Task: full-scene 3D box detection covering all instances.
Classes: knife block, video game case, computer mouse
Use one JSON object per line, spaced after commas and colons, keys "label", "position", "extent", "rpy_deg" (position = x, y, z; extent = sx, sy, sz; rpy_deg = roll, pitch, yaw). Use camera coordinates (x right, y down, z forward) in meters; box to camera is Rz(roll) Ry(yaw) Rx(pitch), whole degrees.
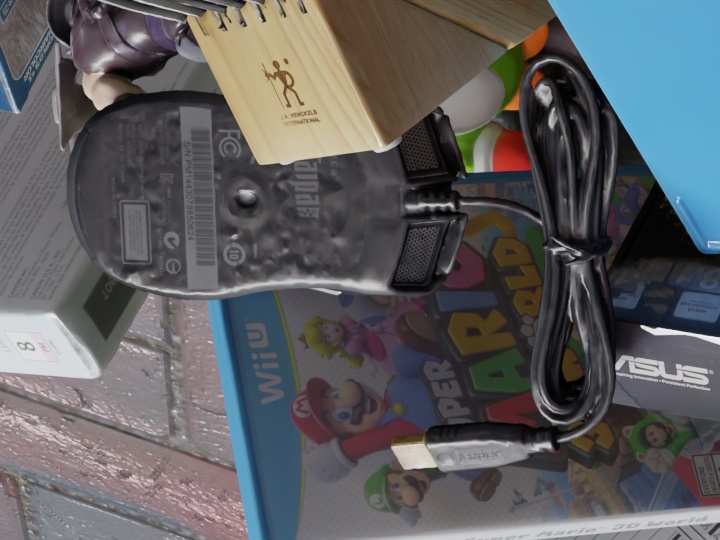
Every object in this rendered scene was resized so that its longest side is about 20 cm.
{"label": "knife block", "position": [-0.018, -0.132, 0.791], "extent": [0.064, 0.200, 0.176], "rpy_deg": [-4, 117, 48]}
{"label": "video game case", "position": [0.046, 0.030, 0.941], "extent": [0.199, 0.144, 0.018], "rpy_deg": [-3, 155, -18]}
{"label": "computer mouse", "position": [0.000, 0.000, 0.893], "extent": [0.199, 0.046, 0.141], "rpy_deg": [-4, 101, 18]}

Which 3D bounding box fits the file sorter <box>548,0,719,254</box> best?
{"label": "file sorter", "position": [0.148, -0.113, 0.809], "extent": [0.138, 0.123, 0.200], "rpy_deg": [0, 143, 35]}

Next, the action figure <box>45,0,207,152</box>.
{"label": "action figure", "position": [-0.058, -0.099, 0.955], "extent": [0.069, 0.131, 0.199], "rpy_deg": [-7, -176, -37]}

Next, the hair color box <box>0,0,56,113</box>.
{"label": "hair color box", "position": [-0.214, -0.137, 1.046], "extent": [0.199, 0.100, 0.061], "rpy_deg": [13, 148, 17]}

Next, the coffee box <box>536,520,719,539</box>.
{"label": "coffee box", "position": [0.138, 0.131, 1.044], "extent": [0.198, 0.200, 0.200], "rpy_deg": [43, 166, 19]}

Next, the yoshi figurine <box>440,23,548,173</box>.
{"label": "yoshi figurine", "position": [0.015, -0.046, 1.020], "extent": [0.112, 0.111, 0.201], "rpy_deg": [38, 145, 52]}

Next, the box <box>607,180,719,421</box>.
{"label": "box", "position": [0.199, -0.005, 0.907], "extent": [0.199, 0.162, 0.049], "rpy_deg": [9, 135, 25]}

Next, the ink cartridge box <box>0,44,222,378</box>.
{"label": "ink cartridge box", "position": [-0.164, -0.034, 1.118], "extent": [0.199, 0.163, 0.057], "rpy_deg": [0, 139, 34]}
